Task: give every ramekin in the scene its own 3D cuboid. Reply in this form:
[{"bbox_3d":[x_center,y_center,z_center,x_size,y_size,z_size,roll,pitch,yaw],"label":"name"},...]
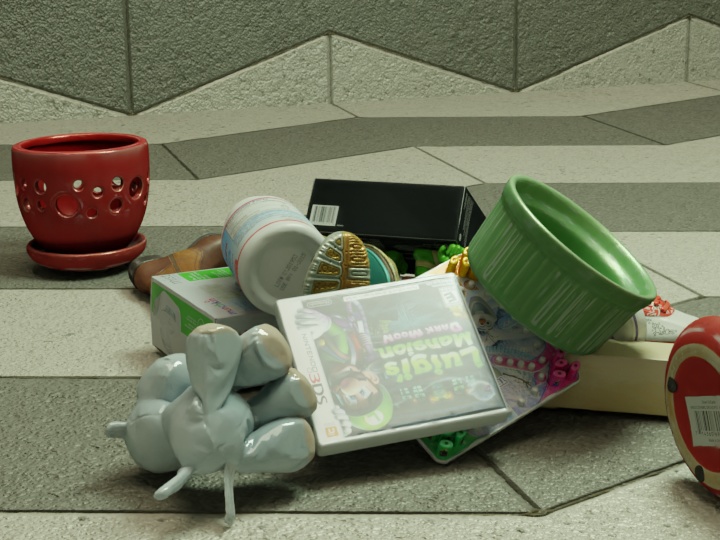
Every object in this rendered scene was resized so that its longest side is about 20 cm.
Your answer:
[{"bbox_3d":[0.209,-0.002,1.598,0.200,0.098,0.200,34,20,-14],"label":"ramekin"}]

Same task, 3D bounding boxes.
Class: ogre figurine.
[{"bbox_3d":[0.054,0.036,1.810,0.200,0.120,0.098,2,-21,34],"label":"ogre figurine"}]

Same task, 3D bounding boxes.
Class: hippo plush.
[{"bbox_3d":[-0.145,0.153,1.444,0.159,0.200,0.161,26,-26,-31],"label":"hippo plush"}]

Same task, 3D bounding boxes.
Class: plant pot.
[{"bbox_3d":[0.398,0.113,1.398,0.182,0.201,0.200,-9,17,-19],"label":"plant pot"},{"bbox_3d":[-0.412,-0.104,2.224,0.200,0.183,0.200,-1,16,0],"label":"plant pot"}]

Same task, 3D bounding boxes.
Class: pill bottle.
[{"bbox_3d":[-0.103,-0.025,1.736,0.108,0.109,0.200,-4,16,-13],"label":"pill bottle"}]

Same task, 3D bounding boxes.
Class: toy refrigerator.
[{"bbox_3d":[0.260,0.116,1.641,0.199,0.070,0.076,4,12,10],"label":"toy refrigerator"}]

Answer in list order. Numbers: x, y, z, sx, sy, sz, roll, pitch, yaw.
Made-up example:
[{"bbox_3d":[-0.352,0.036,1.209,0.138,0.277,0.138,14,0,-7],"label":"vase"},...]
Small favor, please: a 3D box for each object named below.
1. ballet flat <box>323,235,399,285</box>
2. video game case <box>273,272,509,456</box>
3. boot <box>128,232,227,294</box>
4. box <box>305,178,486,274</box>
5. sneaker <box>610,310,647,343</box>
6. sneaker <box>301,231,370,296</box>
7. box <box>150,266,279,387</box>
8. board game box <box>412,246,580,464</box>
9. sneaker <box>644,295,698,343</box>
[{"bbox_3d":[0.000,0.000,1.767,0.071,0.071,0.200,-12,20,-34],"label":"ballet flat"},{"bbox_3d":[0.029,0.091,1.516,0.199,0.023,0.182,-9,54,-15],"label":"video game case"},{"bbox_3d":[-0.209,0.007,2.057,0.188,0.069,0.200,-7,17,-24],"label":"boot"},{"bbox_3d":[0.049,-0.052,1.866,0.199,0.079,0.141,5,-20,21],"label":"box"},{"bbox_3d":[0.238,0.081,1.725,0.114,0.073,0.200,-14,-4,-29],"label":"sneaker"},{"bbox_3d":[-0.042,0.053,1.633,0.075,0.201,0.088,6,8,-18],"label":"sneaker"},{"bbox_3d":[-0.136,0.065,1.793,0.176,0.097,0.200,-6,17,-28],"label":"box"},{"bbox_3d":[0.099,0.082,1.568,0.200,0.026,0.200,-27,61,-29],"label":"board game box"},{"bbox_3d":[0.335,0.033,1.860,0.201,0.108,0.067,5,16,19],"label":"sneaker"}]
